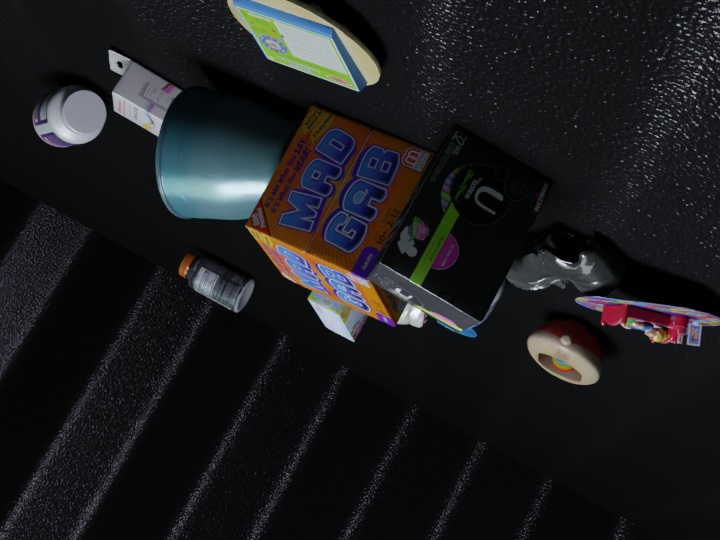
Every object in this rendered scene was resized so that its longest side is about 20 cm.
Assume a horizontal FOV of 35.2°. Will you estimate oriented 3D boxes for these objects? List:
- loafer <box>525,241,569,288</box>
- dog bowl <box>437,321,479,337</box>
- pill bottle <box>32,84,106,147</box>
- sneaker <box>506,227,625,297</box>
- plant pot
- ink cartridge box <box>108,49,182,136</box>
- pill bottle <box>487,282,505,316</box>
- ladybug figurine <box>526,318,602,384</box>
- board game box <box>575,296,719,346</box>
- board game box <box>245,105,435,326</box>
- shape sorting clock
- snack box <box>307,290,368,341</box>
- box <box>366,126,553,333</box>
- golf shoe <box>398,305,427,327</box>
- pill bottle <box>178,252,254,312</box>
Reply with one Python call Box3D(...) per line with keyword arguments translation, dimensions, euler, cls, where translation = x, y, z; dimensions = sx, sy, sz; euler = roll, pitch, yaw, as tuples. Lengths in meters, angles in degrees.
Box3D(translation=(0.212, -0.017, 1.661), dimensions=(0.199, 0.063, 0.072), euler=(28, 168, 7), cls="loafer")
Box3D(translation=(0.144, 0.054, 2.133), dimensions=(0.199, 0.050, 0.111), euler=(33, 167, -12), cls="dog bowl")
Box3D(translation=(-0.555, -0.297, 2.181), dimensions=(0.111, 0.112, 0.200), euler=(35, 167, -25), cls="pill bottle")
Box3D(translation=(0.262, -0.022, 1.544), dimensions=(0.199, 0.076, 0.091), euler=(2, 145, 46), cls="sneaker")
Box3D(translation=(-0.172, -0.166, 1.690), dimensions=(0.187, 0.201, 0.200), euler=(9, 160, 22), cls="plant pot")
Box3D(translation=(-0.345, -0.277, 1.887), dimensions=(0.199, 0.068, 0.116), euler=(31, 168, -5), cls="ink cartridge box")
Box3D(translation=(0.168, 0.019, 1.787), dimensions=(0.113, 0.114, 0.200), euler=(28, 168, 6), cls="pill bottle")
Box3D(translation=(0.351, 0.133, 1.917), dimensions=(0.135, 0.072, 0.200), euler=(27, 168, 13), cls="ladybug figurine")
Box3D(translation=(0.385, 0.072, 1.525), dimensions=(0.199, 0.039, 0.158), euler=(7, 172, 24), cls="board game box")
Box3D(translation=(-0.008, -0.074, 1.611), dimensions=(0.199, 0.201, 0.200), euler=(23, 166, 19), cls="board game box")
Box3D(translation=(-0.064, -0.274, 1.326), dimensions=(0.199, 0.039, 0.200), euler=(27, 168, 6), cls="shape sorting clock")
Box3D(translation=(0.000, 0.000, 1.891), dimensions=(0.067, 0.201, 0.169), euler=(25, 166, 16), cls="snack box")
Box3D(translation=(0.122, -0.047, 1.426), dimensions=(0.148, 0.201, 0.124), euler=(29, 168, -2), cls="box")
Box3D(translation=(0.066, 0.007, 1.846), dimensions=(0.091, 0.201, 0.075), euler=(0, -150, -1), cls="golf shoe")
Box3D(translation=(-0.399, 0.025, 3.117), dimensions=(0.199, 0.107, 0.106), euler=(28, 168, 10), cls="pill bottle")
